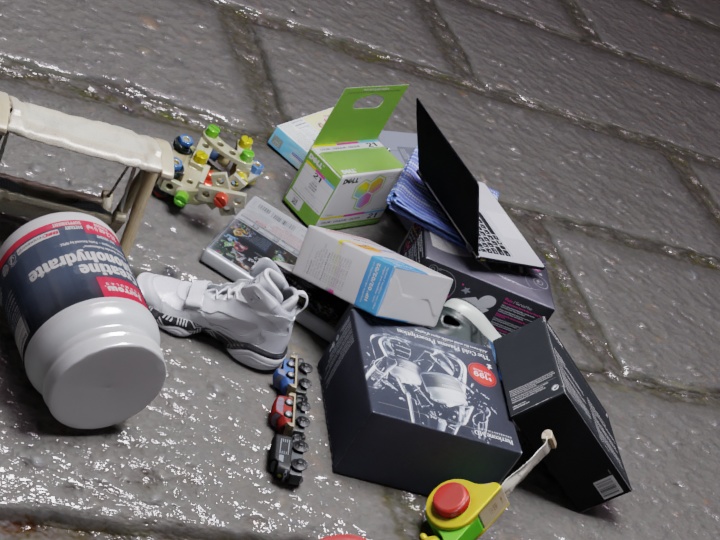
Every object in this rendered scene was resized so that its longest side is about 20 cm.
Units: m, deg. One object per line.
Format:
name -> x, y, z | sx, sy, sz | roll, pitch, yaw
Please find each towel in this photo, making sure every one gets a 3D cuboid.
towel -> 0.119, -0.103, 1.874 | 0.145, 0.024, 0.200 | 29, 30, -1

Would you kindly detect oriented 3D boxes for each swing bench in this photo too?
swing bench -> -0.339, -0.098, 1.509 | 0.199, 0.200, 0.130 | 16, 34, -24

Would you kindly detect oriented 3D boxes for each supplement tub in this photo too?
supplement tub -> -0.291, 0.050, 1.397 | 0.140, 0.140, 0.200 | 4, 40, -38

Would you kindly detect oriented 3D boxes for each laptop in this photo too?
laptop -> 0.160, -0.113, 1.793 | 0.200, 0.116, 0.187 | 9, 37, -37

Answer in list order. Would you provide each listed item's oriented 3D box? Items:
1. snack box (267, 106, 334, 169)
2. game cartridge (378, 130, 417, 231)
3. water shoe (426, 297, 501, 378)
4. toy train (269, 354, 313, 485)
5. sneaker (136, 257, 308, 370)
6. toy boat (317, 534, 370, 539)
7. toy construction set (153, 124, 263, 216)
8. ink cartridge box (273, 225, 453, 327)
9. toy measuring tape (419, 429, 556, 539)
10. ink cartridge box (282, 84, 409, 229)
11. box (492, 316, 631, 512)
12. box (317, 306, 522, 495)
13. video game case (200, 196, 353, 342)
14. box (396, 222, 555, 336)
snack box -> -0.041, -0.192, 2.064 | 0.116, 0.037, 0.200 | 42, 32, 14
game cartridge -> 0.089, -0.126, 2.050 | 0.133, 0.040, 0.200 | 4, 52, -46
water shoe -> 0.167, 0.127, 1.774 | 0.200, 0.071, 0.079 | 45, 73, -5
toy train -> -0.081, 0.165, 1.523 | 0.046, 0.034, 0.200 | 12, 35, -8
sneaker -> -0.160, 0.029, 1.566 | 0.200, 0.115, 0.075 | 27, 31, -8
toy boat -> -0.007, 0.323, 1.262 | 0.130, 0.131, 0.200 | 27, 31, -8
toy construction set -> -0.198, -0.125, 1.790 | 0.131, 0.092, 0.200 | 26, 20, -9
ink cartridge box -> 0.000, 0.000, 1.666 | 0.200, 0.068, 0.115 | 26, 8, 42
toy measuring tape -> 0.133, 0.242, 1.505 | 0.074, 0.074, 0.200 | 40, 70, 15
ink cartridge box -> 0.000, -0.158, 1.892 | 0.148, 0.200, 0.076 | -11, 51, -48
box -> 0.248, 0.178, 1.658 | 0.200, 0.079, 0.141 | 53, 20, -33
box -> 0.067, 0.161, 1.587 | 0.200, 0.104, 0.182 | 17, 35, -22
video game case -> -0.091, -0.005, 1.768 | 0.200, 0.023, 0.182 | 33, 30, 1
box -> 0.151, 0.020, 1.851 | 0.200, 0.115, 0.132 | 23, 32, -15
